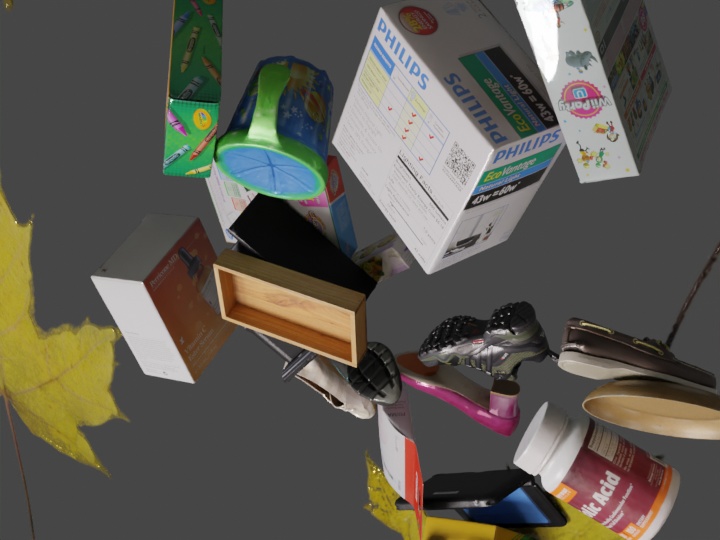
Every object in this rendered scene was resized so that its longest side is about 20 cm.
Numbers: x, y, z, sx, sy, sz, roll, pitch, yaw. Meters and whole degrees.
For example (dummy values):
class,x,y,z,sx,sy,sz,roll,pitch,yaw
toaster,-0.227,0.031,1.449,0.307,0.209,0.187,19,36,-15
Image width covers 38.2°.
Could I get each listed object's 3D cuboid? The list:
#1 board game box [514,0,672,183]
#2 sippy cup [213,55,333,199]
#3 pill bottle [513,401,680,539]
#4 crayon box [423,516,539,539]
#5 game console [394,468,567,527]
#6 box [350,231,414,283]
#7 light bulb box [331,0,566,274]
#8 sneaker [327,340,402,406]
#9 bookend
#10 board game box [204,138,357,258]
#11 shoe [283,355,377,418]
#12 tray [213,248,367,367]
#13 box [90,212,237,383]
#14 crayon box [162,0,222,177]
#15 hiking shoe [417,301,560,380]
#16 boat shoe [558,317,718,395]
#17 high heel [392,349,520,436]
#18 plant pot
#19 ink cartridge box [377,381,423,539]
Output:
class,x,y,z,sx,sy,sz,roll,pitch,yaw
board game box,0.217,-0.206,0.951,0.064,0.148,0.202,-6,126,36
sippy cup,-0.090,-0.171,1.206,0.138,0.132,0.177,23,159,-27
pill bottle,0.313,0.267,1.388,0.198,0.115,0.115,30,141,6
crayon box,0.184,0.424,1.618,0.124,0.052,0.199,-1,161,34
game console,0.184,0.373,1.595,0.198,0.175,0.118,-15,92,43
box,0.000,0.000,1.403,0.039,0.042,0.199,47,141,-15
light bulb box,0.090,-0.144,1.069,0.199,0.124,0.201,54,147,21
sneaker,0.011,0.137,1.477,0.079,0.075,0.200,51,175,-36
bookend,-0.113,0.024,1.402,0.199,0.092,0.199,41,142,-6
board game box,-0.110,-0.092,1.388,0.197,0.040,0.155,12,136,26
shoe,-0.047,0.177,1.583,0.069,0.054,0.200,1,144,46
tray,-0.087,0.045,1.301,0.197,0.037,0.100,19,138,20
box,-0.284,0.041,1.560,0.105,0.153,0.202,6,134,32
crayon box,-0.192,-0.222,1.192,0.057,0.202,0.120,4,142,-11
hiking shoe,0.163,0.112,1.371,0.198,0.076,0.101,-17,115,44
boat shoe,0.335,0.107,1.242,0.197,0.060,0.072,14,161,-3
high heel,0.130,0.177,1.472,0.197,0.068,0.097,11,131,12
plant pot,0.370,0.167,1.258,0.197,0.028,0.200,11,164,3
ink cartridge box,0.056,0.274,1.525,0.056,0.202,0.164,-3,135,0
